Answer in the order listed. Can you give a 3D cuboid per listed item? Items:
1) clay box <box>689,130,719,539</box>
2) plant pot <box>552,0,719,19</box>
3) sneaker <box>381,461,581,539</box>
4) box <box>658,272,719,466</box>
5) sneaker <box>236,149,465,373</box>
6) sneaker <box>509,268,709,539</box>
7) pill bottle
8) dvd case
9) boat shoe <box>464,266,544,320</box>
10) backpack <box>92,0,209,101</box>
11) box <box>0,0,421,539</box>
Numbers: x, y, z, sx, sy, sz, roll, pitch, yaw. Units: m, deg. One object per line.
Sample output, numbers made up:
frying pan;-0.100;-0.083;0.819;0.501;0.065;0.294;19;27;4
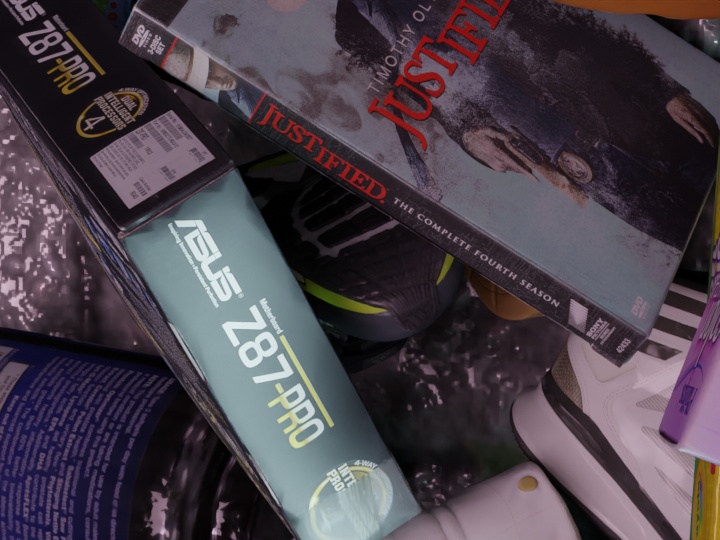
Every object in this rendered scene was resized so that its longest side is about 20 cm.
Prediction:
clay box;0.176;0.018;0.743;0.114;0.048;0.201;6;84;0
plant pot;0.103;-0.190;0.728;0.200;0.200;0.184;18;120;24
sneaker;0.047;0.156;0.841;0.074;0.115;0.200;56;162;40
box;0.210;-0.006;0.665;0.175;0.097;0.201;22;89;4
sneaker;0.000;0.000;0.815;0.074;0.200;0.081;-26;105;-7
sneaker;0.154;0.075;0.784;0.200;0.076;0.115;43;115;19
pill bottle;-0.092;0.089;0.892;0.199;0.112;0.112;9;100;27
dvd case;0.033;-0.071;0.761;0.200;0.146;0.022;32;137;-1
boat shoe;0.048;-0.068;0.831;0.071;0.069;0.200;-54;51;45
backpack;-0.125;-0.171;0.874;0.200;0.154;0.164;31;116;34
box;-0.065;-0.006;0.773;0.049;0.200;0.161;-31;124;-9
